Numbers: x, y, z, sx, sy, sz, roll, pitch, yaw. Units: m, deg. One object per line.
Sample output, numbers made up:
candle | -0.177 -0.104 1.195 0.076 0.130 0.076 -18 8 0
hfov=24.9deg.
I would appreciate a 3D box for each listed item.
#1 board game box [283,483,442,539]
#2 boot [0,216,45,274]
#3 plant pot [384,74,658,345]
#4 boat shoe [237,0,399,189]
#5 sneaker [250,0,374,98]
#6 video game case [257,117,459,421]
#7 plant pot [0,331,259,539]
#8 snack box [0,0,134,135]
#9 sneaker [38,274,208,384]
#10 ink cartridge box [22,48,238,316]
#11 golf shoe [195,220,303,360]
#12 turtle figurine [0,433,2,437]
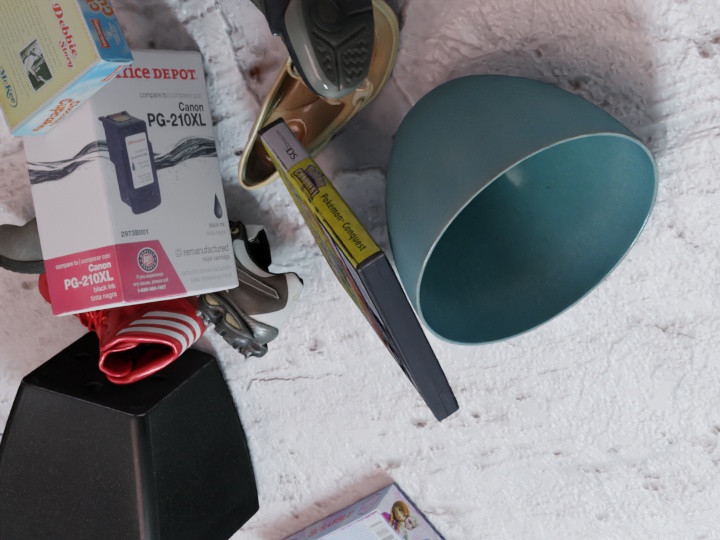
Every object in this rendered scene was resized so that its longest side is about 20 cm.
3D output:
board game box | 0.025 0.321 1.580 0.200 0.041 0.199 50 132 -9
boot | -0.264 -0.060 1.452 0.199 0.067 0.132 13 102 46
plant pot | 0.096 -0.063 1.183 0.135 0.199 0.201 55 143 35
boat shoe | -0.034 -0.135 1.274 0.073 0.063 0.200 37 133 3
sneaker | -0.059 -0.208 1.202 0.114 0.076 0.200 -32 77 50
video game case | 0.000 0.000 1.261 0.181 0.025 0.200 53 174 43
plant pot | -0.223 0.168 1.530 0.199 0.199 0.178 14 118 22
snack box | -0.252 -0.216 1.225 0.116 0.037 0.201 -31 77 36
sneaker | -0.234 0.039 1.483 0.199 0.116 0.079 4 124 29
ink cartridge box | -0.186 -0.074 1.306 0.084 0.144 0.201 -10 89 34
golf shoe | -0.127 -0.016 1.420 0.095 0.078 0.200 -47 69 2
turtle figurine | -0.362 0.262 1.740 0.200 0.101 0.150 37 133 -5
